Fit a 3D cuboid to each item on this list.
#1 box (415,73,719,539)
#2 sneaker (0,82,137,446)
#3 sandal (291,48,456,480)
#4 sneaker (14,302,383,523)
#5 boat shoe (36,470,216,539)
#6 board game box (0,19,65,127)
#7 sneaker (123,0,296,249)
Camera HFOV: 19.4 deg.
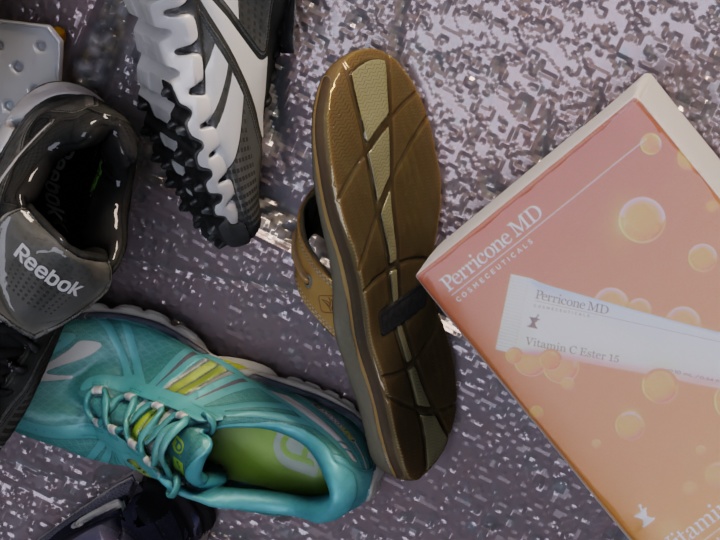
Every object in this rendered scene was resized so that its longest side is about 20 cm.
[{"bbox_3d":[0.138,0.033,0.918,0.124,0.097,0.200,-40,91,15],"label":"box"},{"bbox_3d":[-0.153,0.008,0.928,0.066,0.090,0.201,27,81,-24],"label":"sneaker"},{"bbox_3d":[0.000,0.000,0.967,0.054,0.080,0.201,3,109,35],"label":"sandal"},{"bbox_3d":[-0.086,0.069,0.987,0.199,0.080,0.078,14,104,5],"label":"sneaker"},{"bbox_3d":[-0.161,0.176,1.030,0.075,0.093,0.200,45,109,0],"label":"boat shoe"},{"bbox_3d":[-0.241,-0.032,1.035,0.199,0.026,0.201,8,105,12],"label":"board game box"},{"bbox_3d":[-0.059,-0.105,0.950,0.090,0.066,0.201,-24,120,-19],"label":"sneaker"}]
